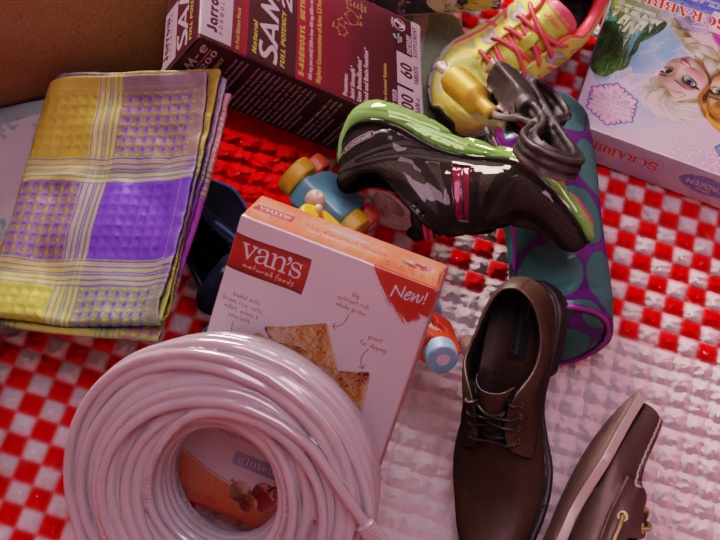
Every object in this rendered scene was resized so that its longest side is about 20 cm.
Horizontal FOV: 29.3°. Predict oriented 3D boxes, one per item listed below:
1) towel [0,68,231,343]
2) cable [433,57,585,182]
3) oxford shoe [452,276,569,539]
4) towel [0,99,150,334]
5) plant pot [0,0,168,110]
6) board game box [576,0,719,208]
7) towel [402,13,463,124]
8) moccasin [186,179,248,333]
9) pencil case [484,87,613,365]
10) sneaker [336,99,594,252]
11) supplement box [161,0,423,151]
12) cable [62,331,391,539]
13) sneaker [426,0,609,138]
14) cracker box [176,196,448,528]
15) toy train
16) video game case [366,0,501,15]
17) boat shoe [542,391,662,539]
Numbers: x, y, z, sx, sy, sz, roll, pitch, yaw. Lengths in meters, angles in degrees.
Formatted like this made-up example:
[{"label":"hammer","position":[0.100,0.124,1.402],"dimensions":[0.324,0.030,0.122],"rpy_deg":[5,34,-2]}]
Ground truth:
[{"label":"towel","position":[-0.173,-0.051,0.933],"dimensions":[0.141,0.023,0.203],"rpy_deg":[4,64,17]},{"label":"cable","position":[0.117,-0.094,0.956],"dimensions":[0.096,0.051,0.201],"rpy_deg":[20,25,-24]},{"label":"oxford shoe","position":[0.090,0.103,0.921],"dimensions":[0.072,0.084,0.203],"rpy_deg":[4,86,23]},{"label":"towel","position":[-0.228,-0.044,0.983],"dimensions":[0.197,0.048,0.173],"rpy_deg":[-12,58,10]},{"label":"plant pot","position":[-0.228,-0.205,1.048],"dimensions":[0.197,0.187,0.189],"rpy_deg":[3,58,-22]},{"label":"board game box","position":[0.287,-0.153,1.153],"dimensions":[0.197,0.041,0.201],"rpy_deg":[19,59,4]},{"label":"towel","position":[-0.021,-0.177,1.138],"dimensions":[0.197,0.023,0.154],"rpy_deg":[15,60,-1]},{"label":"moccasin","position":[-0.091,0.017,0.978],"dimensions":[0.068,0.081,0.200],"rpy_deg":[4,38,-47]},{"label":"pencil case","position":[0.139,-0.034,1.038],"dimensions":[0.091,0.085,0.203],"rpy_deg":[9,57,-19]},{"label":"sneaker","position":[0.072,-0.051,0.973],"dimensions":[0.198,0.077,0.085],"rpy_deg":[22,83,19]},{"label":"supplement box","position":[-0.047,-0.164,1.031],"dimensions":[0.198,0.061,0.110],"rpy_deg":[18,54,-30]},{"label":"cable","position":[-0.083,0.133,0.853],"dimensions":[0.197,0.069,0.203],"rpy_deg":[-18,99,16]},{"label":"sneaker","position":[0.131,-0.186,1.114],"dimensions":[0.078,0.090,0.200],"rpy_deg":[48,64,-4]},{"label":"cracker box","position":[-0.037,0.071,0.892],"dimensions":[0.132,0.203,0.058],"rpy_deg":[20,18,5]},{"label":"toy train","position":[0.000,0.000,0.984],"dimensions":[0.149,0.056,0.201],"rpy_deg":[30,22,-29]},{"label":"video game case","position":[0.012,-0.281,1.163],"dimensions":[0.178,0.036,0.201],"rpy_deg":[-5,43,-10]},{"label":"boat shoe","position":[0.159,0.175,0.926],"dimensions":[0.059,0.072,0.201],"rpy_deg":[31,64,4]}]
